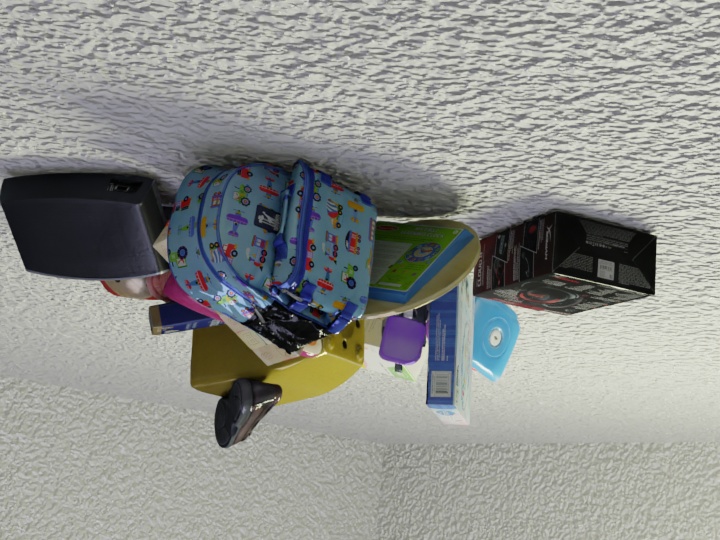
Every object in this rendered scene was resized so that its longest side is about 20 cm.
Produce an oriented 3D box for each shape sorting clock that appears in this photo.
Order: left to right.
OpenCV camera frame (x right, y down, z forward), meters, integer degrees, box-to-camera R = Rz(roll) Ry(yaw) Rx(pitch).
[{"bbox_3d":[0.041,-0.002,1.358,0.198,0.201,0.040,-3,125,32],"label":"shape sorting clock"}]

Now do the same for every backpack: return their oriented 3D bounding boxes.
[{"bbox_3d":[-0.097,-0.032,1.268,0.199,0.185,0.134,29,148,-31],"label":"backpack"}]

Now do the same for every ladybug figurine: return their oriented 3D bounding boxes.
[{"bbox_3d":[-0.298,0.001,1.626,0.134,0.073,0.200,7,180,-2],"label":"ladybug figurine"}]

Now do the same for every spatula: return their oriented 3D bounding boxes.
[{"bbox_3d":[0.064,0.034,1.519,0.056,0.021,0.202,15,124,8],"label":"spatula"}]

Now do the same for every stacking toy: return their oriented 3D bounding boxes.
[{"bbox_3d":[0.142,0.093,1.869,0.116,0.111,0.199,35,162,-36],"label":"stacking toy"}]

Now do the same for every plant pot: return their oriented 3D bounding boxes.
[{"bbox_3d":[-0.102,0.079,1.705,0.198,0.197,0.195,-8,162,28],"label":"plant pot"}]

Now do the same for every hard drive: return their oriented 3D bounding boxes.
[{"bbox_3d":[-0.321,-0.048,1.406,0.197,0.043,0.136,1,126,16],"label":"hard drive"}]

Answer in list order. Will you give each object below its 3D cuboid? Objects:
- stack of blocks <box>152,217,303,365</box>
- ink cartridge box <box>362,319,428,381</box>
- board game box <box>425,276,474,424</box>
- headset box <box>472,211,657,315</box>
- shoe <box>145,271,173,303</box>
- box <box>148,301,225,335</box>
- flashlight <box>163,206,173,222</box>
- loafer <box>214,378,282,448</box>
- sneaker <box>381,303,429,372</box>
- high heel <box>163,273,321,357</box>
[{"bbox_3d":[-0.128,-0.005,1.366,0.058,0.116,0.200,-19,122,42],"label":"stack of blocks"},{"bbox_3d":[-0.005,0.101,1.872,0.198,0.068,0.117,12,156,31],"label":"ink cartridge box"},{"bbox_3d":[0.124,0.098,1.638,0.043,0.203,0.199,1,166,12],"label":"board game box"},{"bbox_3d":[0.237,-0.002,1.445,0.147,0.076,0.200,11,165,-23],"label":"headset box"},{"bbox_3d":[-0.181,0.000,1.558,0.090,0.073,0.199,-8,-178,40],"label":"shoe"},{"bbox_3d":[-0.169,0.048,1.525,0.197,0.033,0.121,-11,175,-11],"label":"box"},{"bbox_3d":[-0.203,-0.044,1.455,0.197,0.069,0.068,1,-149,-1],"label":"flashlight"},{"bbox_3d":[-0.158,0.200,1.664,0.062,0.073,0.200,-2,159,-19],"label":"loafer"},{"bbox_3d":[0.065,0.078,1.707,0.077,0.142,0.200,1,166,17],"label":"sneaker"},{"bbox_3d":[-0.142,0.055,1.453,0.199,0.068,0.096,35,133,-26],"label":"high heel"}]
